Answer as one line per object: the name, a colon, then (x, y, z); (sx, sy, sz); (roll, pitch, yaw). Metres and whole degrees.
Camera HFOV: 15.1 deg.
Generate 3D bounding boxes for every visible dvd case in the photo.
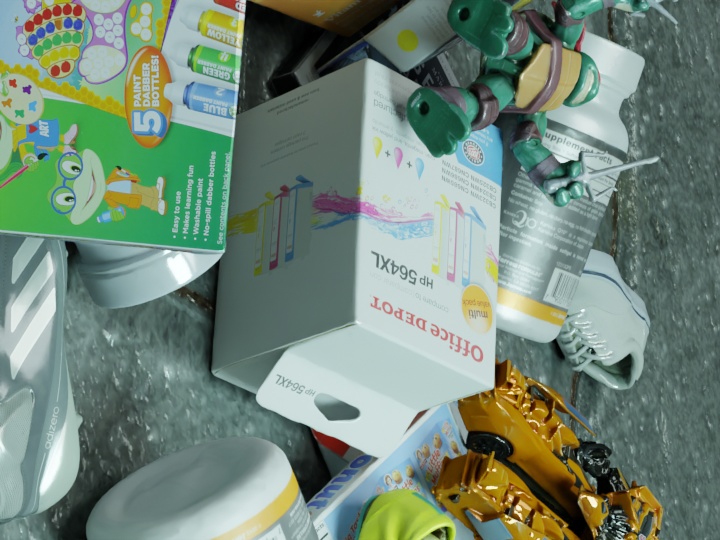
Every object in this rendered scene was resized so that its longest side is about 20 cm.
dvd case: (0.014, -0.111, 1.838); (0.151, 0.025, 0.200); (62, 32, -20)

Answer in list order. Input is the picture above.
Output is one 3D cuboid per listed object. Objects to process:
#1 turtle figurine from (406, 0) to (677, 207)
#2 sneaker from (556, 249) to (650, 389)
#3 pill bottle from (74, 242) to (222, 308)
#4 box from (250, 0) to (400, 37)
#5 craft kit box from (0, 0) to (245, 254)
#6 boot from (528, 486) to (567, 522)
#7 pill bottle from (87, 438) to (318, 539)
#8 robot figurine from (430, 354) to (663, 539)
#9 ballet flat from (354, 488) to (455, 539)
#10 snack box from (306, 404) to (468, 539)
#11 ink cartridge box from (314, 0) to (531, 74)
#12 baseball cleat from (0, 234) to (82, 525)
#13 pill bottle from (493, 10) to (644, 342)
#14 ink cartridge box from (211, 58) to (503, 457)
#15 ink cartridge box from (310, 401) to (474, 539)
turtle figurine: (0.113, -0.116, 1.659); (0.199, 0.100, 0.151); (-1, 102, -52)
sneaker: (0.172, 0.037, 2.039); (0.200, 0.073, 0.071); (31, 50, -55)
pill bottle: (-0.145, -0.087, 1.443); (0.201, 0.111, 0.112); (67, 30, -20)
box: (-0.025, -0.233, 1.690); (0.200, 0.124, 0.098); (12, 51, -60)
craft kit box: (-0.155, -0.116, 1.342); (0.196, 0.048, 0.202); (5, 89, -17)
boot: (0.099, 0.226, 1.772); (0.150, 0.073, 0.202); (-4, 107, -71)
pill bottle: (-0.063, 0.202, 1.471); (0.116, 0.116, 0.201); (-48, 122, -57)
robot figurine: (0.126, 0.149, 1.726); (0.200, 0.058, 0.146); (40, 47, -34)
ballet flat: (0.018, 0.231, 1.615); (0.067, 0.067, 0.202); (7, 94, -51)
snack box: (0.002, 0.159, 1.660); (0.200, 0.024, 0.072); (-41, 117, -39)
ink cartridge box: (0.090, -0.188, 1.775); (0.047, 0.200, 0.197); (53, 32, 1)
baseball cleat: (-0.189, 0.027, 1.364); (0.106, 0.069, 0.202); (-16, 94, -63)
pill bottle: (0.111, -0.062, 1.804); (0.116, 0.116, 0.201); (19, 92, -59)
ink cartridge box: (0.000, 0.000, 1.646); (0.128, 0.125, 0.201); (25, 57, -40)
ink cartridge box: (0.029, 0.099, 1.773); (0.160, 0.047, 0.201); (-51, 126, -56)
